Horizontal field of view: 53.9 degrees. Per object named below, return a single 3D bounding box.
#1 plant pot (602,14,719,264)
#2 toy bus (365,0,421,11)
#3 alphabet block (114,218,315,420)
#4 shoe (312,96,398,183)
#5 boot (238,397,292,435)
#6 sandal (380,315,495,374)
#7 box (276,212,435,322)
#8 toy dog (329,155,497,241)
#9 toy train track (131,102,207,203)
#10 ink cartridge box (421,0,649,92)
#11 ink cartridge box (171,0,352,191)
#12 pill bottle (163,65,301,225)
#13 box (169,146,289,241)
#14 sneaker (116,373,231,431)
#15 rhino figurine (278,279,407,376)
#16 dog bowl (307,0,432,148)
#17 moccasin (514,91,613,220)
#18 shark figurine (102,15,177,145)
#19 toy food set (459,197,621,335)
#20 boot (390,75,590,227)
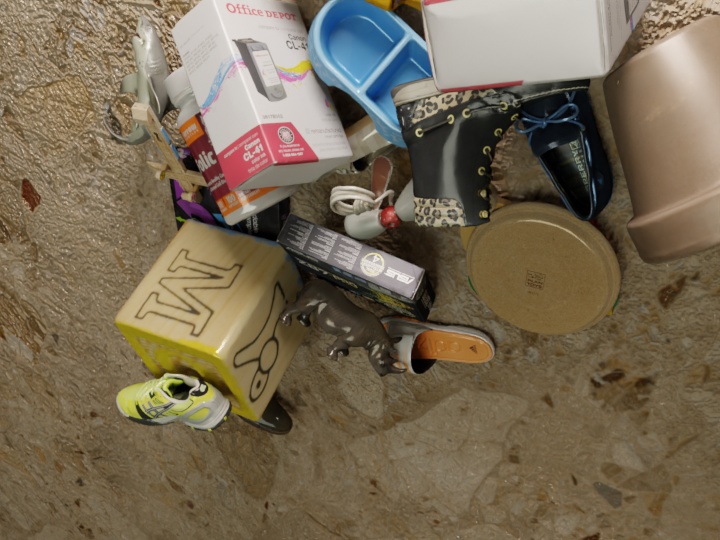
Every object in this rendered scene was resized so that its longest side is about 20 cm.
[{"bbox_3d":[0.315,-0.127,0.651,0.199,0.199,0.176,-29,87,43],"label":"plant pot"},{"bbox_3d":[0.001,-0.333,0.742,0.199,0.078,0.065,30,134,9],"label":"toy bus"},{"bbox_3d":[-0.209,0.074,1.072,0.194,0.201,0.196,14,145,24],"label":"alphabet block"},{"bbox_3d":[0.000,-0.151,0.884,0.199,0.070,0.054,-28,87,40],"label":"shoe"},{"bbox_3d":[-0.197,0.216,1.290,0.199,0.075,0.097,37,138,4],"label":"boot"},{"bbox_3d":[0.093,0.116,1.042,0.205,0.059,0.080,-1,123,32],"label":"sandal"},{"bbox_3d":[0.000,0.000,0.964,0.198,0.050,0.161,23,169,15],"label":"box"},{"bbox_3d":[0.065,-0.106,0.864,0.197,0.097,0.132,-6,152,17],"label":"toy dog"},{"bbox_3d":[-0.267,-0.149,0.979,0.113,0.033,0.201,13,152,17],"label":"toy train track"},{"bbox_3d":[0.160,-0.235,0.622,0.146,0.200,0.086,1,124,31],"label":"ink cartridge box"},{"bbox_3d":[-0.110,-0.203,0.818,0.085,0.147,0.202,-21,88,39],"label":"ink cartridge box"},{"bbox_3d":[-0.169,-0.173,0.931,0.113,0.114,0.202,-21,99,40],"label":"pill bottle"},{"bbox_3d":[-0.199,-0.097,1.078,0.198,0.036,0.144,17,131,18],"label":"box"},{"bbox_3d":[-0.279,0.178,1.029,0.198,0.076,0.077,-4,130,27],"label":"sneaker"},{"bbox_3d":[-0.014,0.088,1.022,0.199,0.060,0.088,35,111,1],"label":"rhino figurine"},{"bbox_3d":[0.027,-0.225,0.787,0.200,0.050,0.112,43,96,-3],"label":"dog bowl"},{"bbox_3d":[0.217,-0.146,0.756,0.080,0.068,0.201,-25,106,42],"label":"moccasin"},{"bbox_3d":[-0.285,-0.227,0.994,0.129,0.089,0.215,58,139,22],"label":"shark figurine"},{"bbox_3d":[0.222,0.000,0.881,0.198,0.049,0.200,1,124,31],"label":"toy food set"},{"bbox_3d":[0.135,-0.128,0.725,0.201,0.073,0.156,-3,102,22],"label":"boot"}]
